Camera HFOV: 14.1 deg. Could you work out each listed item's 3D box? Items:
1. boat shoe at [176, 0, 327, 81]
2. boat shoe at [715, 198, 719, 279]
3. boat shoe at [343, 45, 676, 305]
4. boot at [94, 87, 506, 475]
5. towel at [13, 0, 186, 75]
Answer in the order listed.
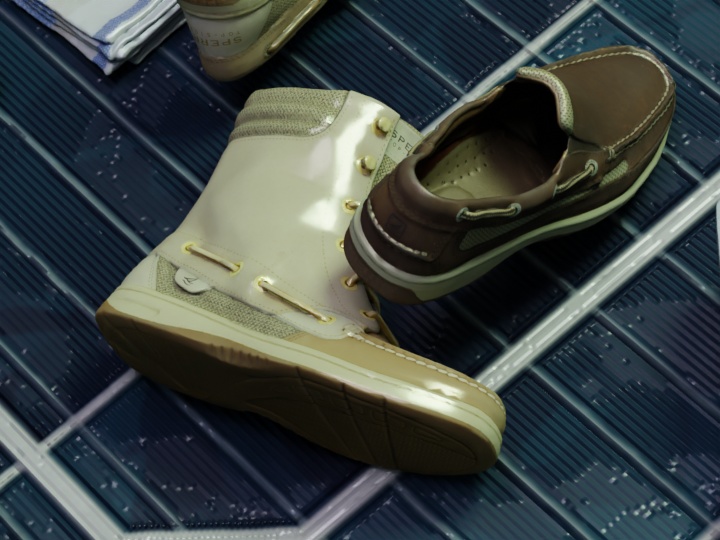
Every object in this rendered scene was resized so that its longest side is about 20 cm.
[{"bbox_3d":[-0.026,-0.168,1.437,0.071,0.065,0.200,17,46,32],"label":"boat shoe"},{"bbox_3d":[0.205,0.052,1.219,0.091,0.071,0.201,-12,60,5],"label":"boat shoe"},{"bbox_3d":[0.080,-0.055,1.283,0.075,0.075,0.202,40,49,14],"label":"boat shoe"},{"bbox_3d":[0.000,0.000,1.307,0.200,0.073,0.156,17,60,28],"label":"boot"},{"bbox_3d":[-0.137,-0.193,1.509,0.147,0.024,0.200,-42,56,-16],"label":"towel"}]
